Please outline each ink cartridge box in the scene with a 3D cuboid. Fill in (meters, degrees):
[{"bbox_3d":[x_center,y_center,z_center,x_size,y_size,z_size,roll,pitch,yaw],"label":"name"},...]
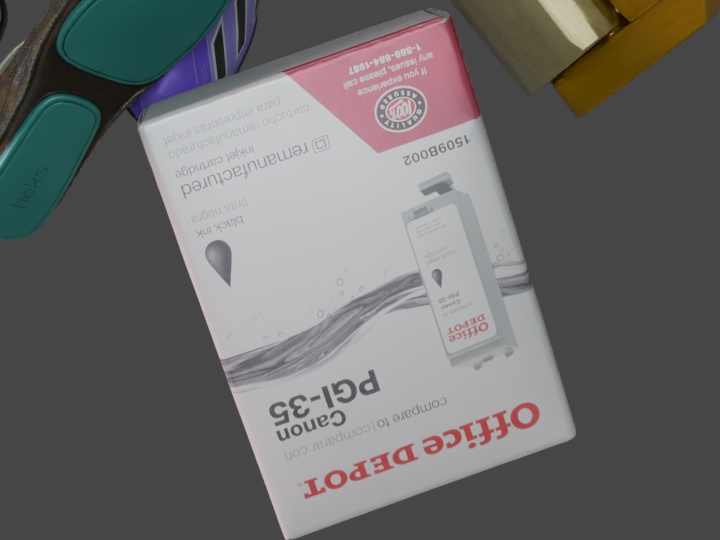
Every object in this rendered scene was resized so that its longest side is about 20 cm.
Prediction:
[{"bbox_3d":[0.000,0.000,0.745,0.146,0.083,0.201,-19,102,-1],"label":"ink cartridge box"}]

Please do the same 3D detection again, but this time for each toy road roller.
[{"bbox_3d":[0.139,-0.181,0.757,0.123,0.146,0.200,50,127,-3],"label":"toy road roller"}]

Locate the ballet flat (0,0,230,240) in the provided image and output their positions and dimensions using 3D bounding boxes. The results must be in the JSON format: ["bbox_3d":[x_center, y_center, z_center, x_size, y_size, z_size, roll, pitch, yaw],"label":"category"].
[{"bbox_3d":[-0.127,-0.101,0.739,0.068,0.067,0.200,23,121,-42],"label":"ballet flat"}]

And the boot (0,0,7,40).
[{"bbox_3d":[-0.237,-0.069,0.711,0.076,0.168,0.200,40,91,-2],"label":"boot"}]

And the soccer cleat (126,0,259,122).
[{"bbox_3d":[-0.066,-0.161,0.759,0.068,0.073,0.201,22,91,-3],"label":"soccer cleat"}]
